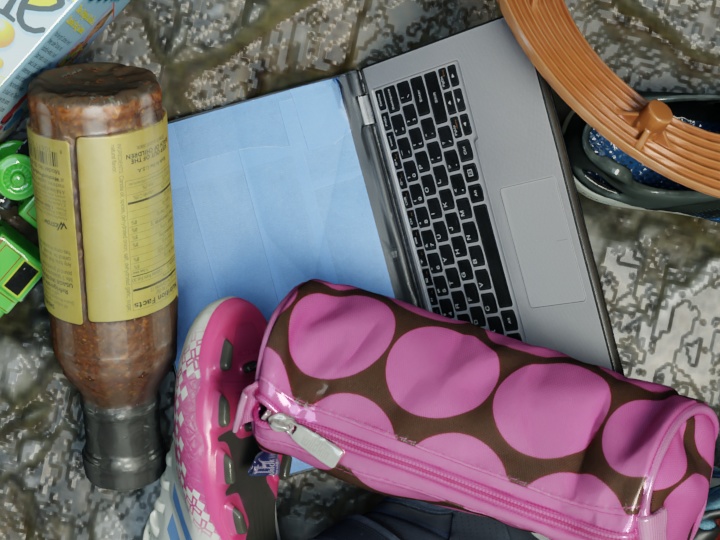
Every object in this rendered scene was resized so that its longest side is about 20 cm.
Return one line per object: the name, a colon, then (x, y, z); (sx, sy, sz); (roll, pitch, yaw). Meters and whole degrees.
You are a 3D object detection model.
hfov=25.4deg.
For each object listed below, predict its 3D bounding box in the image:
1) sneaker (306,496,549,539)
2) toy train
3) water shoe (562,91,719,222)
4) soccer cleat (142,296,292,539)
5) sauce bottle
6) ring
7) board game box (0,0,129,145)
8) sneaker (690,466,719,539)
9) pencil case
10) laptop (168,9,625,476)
sneaker: (0.052, 0.168, 0.699); (0.145, 0.202, 0.077); (-23, 127, -31)
toy train: (-0.186, -0.001, 0.771); (0.056, 0.042, 0.200); (39, 96, -22)
water shoe: (0.197, -0.049, 0.769); (0.198, 0.079, 0.072); (1, 93, -3)
soccer cleat: (-0.075, 0.112, 0.761); (0.086, 0.070, 0.202); (1, 100, 34)
sauce bottle: (-0.118, 0.007, 0.743); (0.065, 0.066, 0.202); (0, 115, -3)
ring: (0.148, -0.115, 0.726); (0.199, 0.019, 0.202); (17, 49, -20)
board game box: (-0.199, -0.108, 0.735); (0.103, 0.105, 0.200); (42, 90, -4)
sneaker: (0.148, 0.124, 0.736); (0.199, 0.090, 0.079); (-14, 84, 40)
pencil case: (0.049, 0.071, 0.683); (0.199, 0.094, 0.092); (14, 106, 21)
laptop: (0.000, 0.000, 0.748); (0.115, 0.199, 0.189); (-18, 95, -35)
